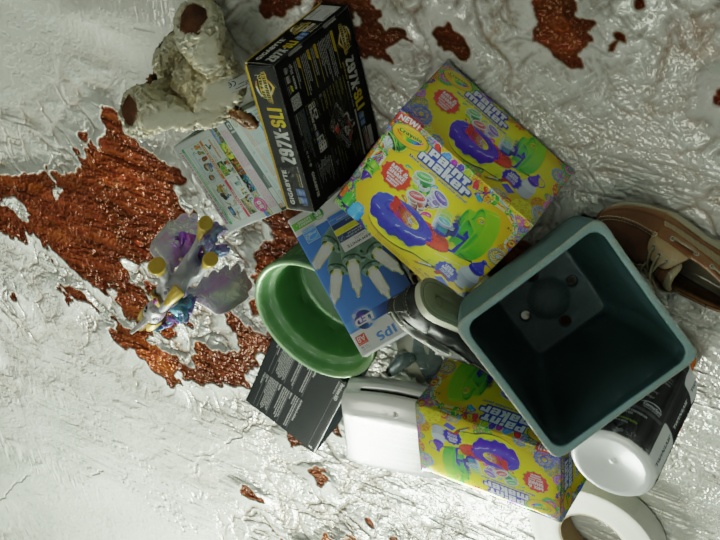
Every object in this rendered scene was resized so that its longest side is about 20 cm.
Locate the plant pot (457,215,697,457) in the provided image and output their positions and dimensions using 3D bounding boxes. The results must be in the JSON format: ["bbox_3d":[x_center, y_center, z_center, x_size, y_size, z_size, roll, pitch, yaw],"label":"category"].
[{"bbox_3d":[0.232,0.054,1.433,0.196,0.200,0.196,-37,101,7],"label":"plant pot"}]

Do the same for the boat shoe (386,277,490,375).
[{"bbox_3d":[0.116,0.077,1.488,0.067,0.072,0.199,-30,131,34],"label":"boat shoe"}]

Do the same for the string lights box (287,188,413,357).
[{"bbox_3d":[0.000,0.000,1.599,0.201,0.102,0.059,60,-177,8],"label":"string lights box"}]

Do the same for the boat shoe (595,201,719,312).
[{"bbox_3d":[0.351,-0.014,1.391,0.199,0.072,0.076,25,136,20],"label":"boat shoe"}]

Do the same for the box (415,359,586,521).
[{"bbox_3d":[0.204,0.183,1.576,0.199,0.193,0.123,16,134,27],"label":"box"}]

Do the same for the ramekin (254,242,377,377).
[{"bbox_3d":[-0.041,0.043,1.736,0.199,0.098,0.201,22,136,23],"label":"ramekin"}]

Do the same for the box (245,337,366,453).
[{"bbox_3d":[-0.079,0.167,1.891,0.141,0.079,0.201,38,139,10],"label":"box"}]

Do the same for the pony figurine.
[{"bbox_3d":[-0.251,0.002,1.788,0.166,0.193,0.200,43,149,3],"label":"pony figurine"}]

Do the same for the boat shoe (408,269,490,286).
[{"bbox_3d":[0.098,-0.003,1.590,0.200,0.066,0.074,40,168,9],"label":"boat shoe"}]

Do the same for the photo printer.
[{"bbox_3d":[0.055,0.221,1.778,0.165,0.070,0.201,9,148,9],"label":"photo printer"}]

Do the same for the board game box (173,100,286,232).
[{"bbox_3d":[-0.141,-0.149,1.680,0.199,0.064,0.148,-17,111,44],"label":"board game box"}]

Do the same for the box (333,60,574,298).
[{"bbox_3d":[0.108,-0.101,1.475,0.200,0.122,0.193,41,139,1],"label":"box"}]

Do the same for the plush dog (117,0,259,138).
[{"bbox_3d":[-0.209,-0.258,1.578,0.160,0.172,0.200,24,115,-33],"label":"plush dog"}]

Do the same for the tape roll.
[{"bbox_3d":[0.339,0.376,1.765,0.202,0.037,0.204,21,135,23],"label":"tape roll"}]

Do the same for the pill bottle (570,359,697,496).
[{"bbox_3d":[0.331,0.159,1.457,0.106,0.200,0.107,21,138,21],"label":"pill bottle"}]

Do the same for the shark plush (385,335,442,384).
[{"bbox_3d":[0.110,0.078,1.701,0.083,0.091,0.201,26,119,-10],"label":"shark plush"}]

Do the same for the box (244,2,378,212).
[{"bbox_3d":[-0.053,-0.195,1.493,0.049,0.160,0.201,9,130,32],"label":"box"}]
